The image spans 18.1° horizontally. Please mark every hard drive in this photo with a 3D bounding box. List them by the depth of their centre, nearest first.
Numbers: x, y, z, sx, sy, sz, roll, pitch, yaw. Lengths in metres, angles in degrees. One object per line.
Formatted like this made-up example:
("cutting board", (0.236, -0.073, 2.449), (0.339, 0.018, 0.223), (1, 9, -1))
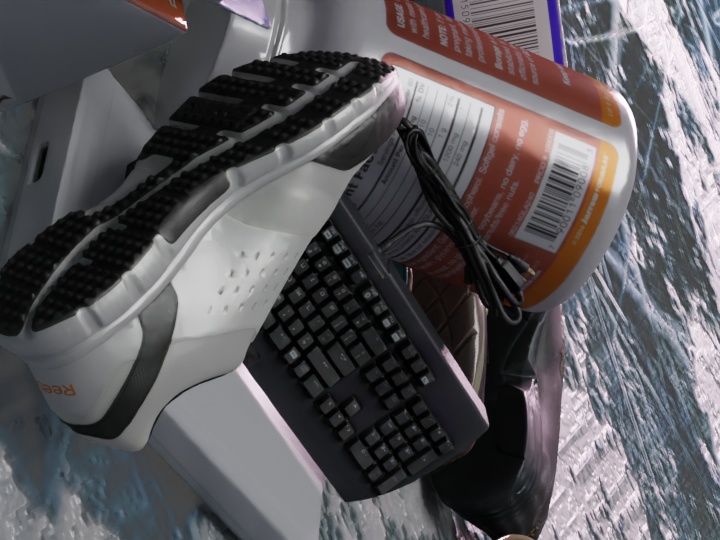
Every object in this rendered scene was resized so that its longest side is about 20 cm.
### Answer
("hard drive", (-0.075, 0.019, 0.953), (0.200, 0.027, 0.132), (51, 30, -37))

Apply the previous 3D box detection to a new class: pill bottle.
("pill bottle", (0.015, -0.064, 1.011), (0.199, 0.112, 0.113), (21, 46, -20))

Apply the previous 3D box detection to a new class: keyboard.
("keyboard", (0.000, 0.000, 0.955), (0.200, 0.127, 0.021), (56, -5, -28))

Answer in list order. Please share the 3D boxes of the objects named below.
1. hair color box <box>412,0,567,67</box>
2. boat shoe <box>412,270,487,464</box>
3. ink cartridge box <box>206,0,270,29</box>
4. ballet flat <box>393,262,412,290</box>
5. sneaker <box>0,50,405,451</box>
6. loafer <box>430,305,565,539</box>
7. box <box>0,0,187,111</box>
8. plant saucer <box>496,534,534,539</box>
("hair color box", (0.050, -0.146, 1.172), (0.200, 0.064, 0.110), (-131, -149, -69))
("boat shoe", (0.039, 0.009, 1.151), (0.073, 0.074, 0.201), (37, 41, -51))
("ink cartridge box", (-0.089, -0.205, 0.834), (0.200, 0.043, 0.198), (13, 60, -61))
("ballet flat", (-0.010, -0.058, 1.106), (0.070, 0.065, 0.201), (18, 59, -24))
("sneaker", (-0.055, -0.012, 0.867), (0.200, 0.074, 0.080), (-41, 127, -25))
("loafer", (0.076, 0.055, 1.214), (0.072, 0.072, 0.201), (57, 35, -47))
("box", (-0.152, -0.178, 0.848), (0.124, 0.097, 0.201), (20, 54, -61))
("plant saucer", (0.087, 0.234, 1.130), (0.200, 0.035, 0.201), (47, 32, -42))
